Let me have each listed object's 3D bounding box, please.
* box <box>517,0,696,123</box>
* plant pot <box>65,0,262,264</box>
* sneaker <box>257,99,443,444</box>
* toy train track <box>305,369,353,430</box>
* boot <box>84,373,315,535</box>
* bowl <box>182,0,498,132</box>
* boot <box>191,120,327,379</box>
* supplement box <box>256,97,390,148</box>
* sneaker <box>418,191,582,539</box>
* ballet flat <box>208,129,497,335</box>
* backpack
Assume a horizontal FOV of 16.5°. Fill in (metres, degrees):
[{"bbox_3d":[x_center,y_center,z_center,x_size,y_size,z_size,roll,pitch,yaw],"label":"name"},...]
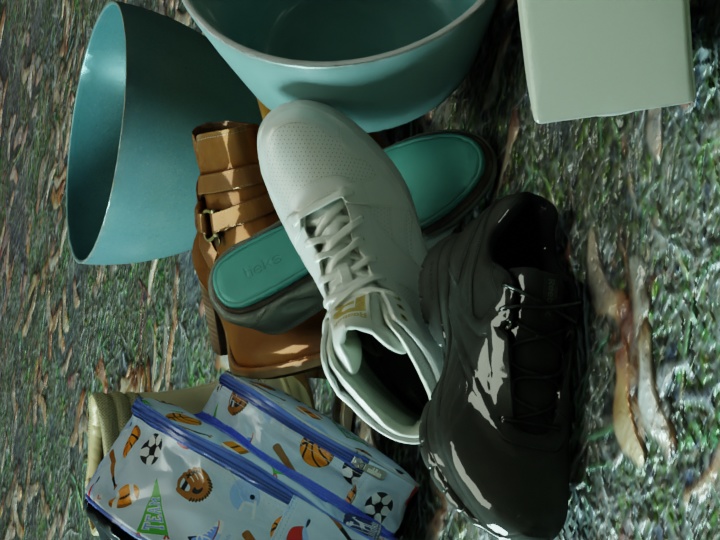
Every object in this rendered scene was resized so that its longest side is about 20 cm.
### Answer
[{"bbox_3d":[0.106,-0.171,1.134,0.069,0.082,0.201,-95,-2,-54],"label":"box"},{"bbox_3d":[-0.140,-0.097,1.908,0.200,0.134,0.201,-173,90,-73],"label":"plant pot"},{"bbox_3d":[0.000,0.000,1.367,0.201,0.073,0.116,60,-167,-5],"label":"sneaker"},{"bbox_3d":[-0.031,0.052,1.677,0.200,0.032,0.115,-179,95,-73],"label":"toy train track"},{"bbox_3d":[-0.101,0.167,1.624,0.073,0.155,0.201,-166,70,-67],"label":"boot"},{"bbox_3d":[-0.005,-0.158,1.464,0.105,0.200,0.202,82,180,-51],"label":"bowl"},{"bbox_3d":[-0.058,-0.017,1.588,0.200,0.076,0.156,-154,57,-71],"label":"boot"},{"bbox_3d":[-0.027,-0.109,1.601,0.069,0.066,0.201,48,-159,-53],"label":"supplement box"},{"bbox_3d":[0.077,0.046,1.285,0.091,0.076,0.201,-49,40,46],"label":"sneaker"},{"bbox_3d":[0.001,-0.023,1.481,0.199,0.064,0.068,-27,63,18],"label":"ballet flat"},{"bbox_3d":[-0.067,0.146,1.501,0.155,0.190,0.200,-69,16,-8],"label":"backpack"}]
